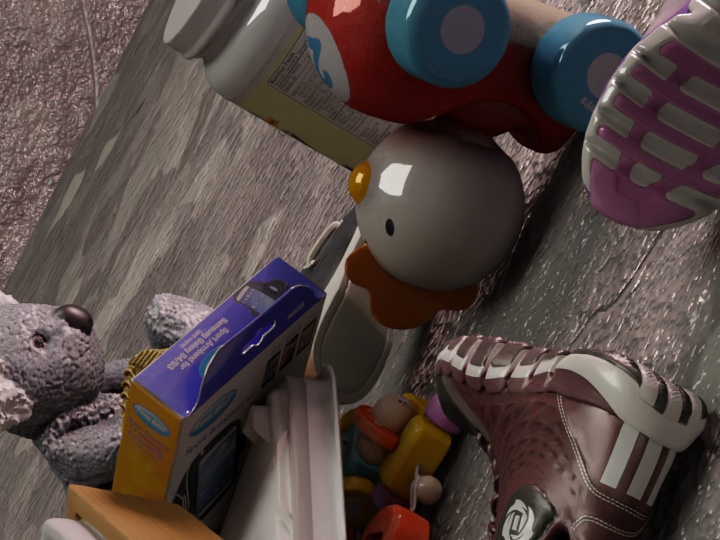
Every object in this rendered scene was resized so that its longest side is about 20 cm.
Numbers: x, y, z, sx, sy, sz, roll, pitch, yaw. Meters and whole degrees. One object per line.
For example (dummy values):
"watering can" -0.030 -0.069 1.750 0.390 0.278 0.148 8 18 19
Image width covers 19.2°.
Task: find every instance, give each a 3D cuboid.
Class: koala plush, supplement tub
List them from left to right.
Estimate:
"koala plush" -0.226 0.096 1.636 0.184 0.199 0.178 -54 17 25
"supplement tub" -0.012 -0.150 1.368 0.145 0.199 0.145 -54 16 24

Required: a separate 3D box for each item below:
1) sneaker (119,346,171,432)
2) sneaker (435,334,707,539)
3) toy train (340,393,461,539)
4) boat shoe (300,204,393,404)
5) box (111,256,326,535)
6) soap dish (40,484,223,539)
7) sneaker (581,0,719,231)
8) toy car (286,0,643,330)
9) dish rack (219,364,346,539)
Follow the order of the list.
"sneaker" -0.122 0.149 1.472 0.075 0.090 0.202 24 109 41
"sneaker" 0.066 0.094 0.924 0.116 0.075 0.200 -67 16 -10
"toy train" -0.010 0.130 1.141 0.151 0.055 0.200 -65 16 -14
"boat shoe" 0.000 0.000 1.240 0.060 0.076 0.200 -12 31 41
"box" -0.079 0.081 1.130 0.119 0.041 0.201 -41 -23 -38
"soap dish" -0.079 0.205 1.000 0.200 0.081 0.159 28 122 53
"sneaker" 0.164 -0.106 0.964 0.201 0.080 0.088 -58 8 -5
"toy car" 0.035 -0.065 1.166 0.184 0.175 0.202 32 105 64
"dish rack" -0.053 0.163 1.110 0.173 0.043 0.201 -93 18 -47
